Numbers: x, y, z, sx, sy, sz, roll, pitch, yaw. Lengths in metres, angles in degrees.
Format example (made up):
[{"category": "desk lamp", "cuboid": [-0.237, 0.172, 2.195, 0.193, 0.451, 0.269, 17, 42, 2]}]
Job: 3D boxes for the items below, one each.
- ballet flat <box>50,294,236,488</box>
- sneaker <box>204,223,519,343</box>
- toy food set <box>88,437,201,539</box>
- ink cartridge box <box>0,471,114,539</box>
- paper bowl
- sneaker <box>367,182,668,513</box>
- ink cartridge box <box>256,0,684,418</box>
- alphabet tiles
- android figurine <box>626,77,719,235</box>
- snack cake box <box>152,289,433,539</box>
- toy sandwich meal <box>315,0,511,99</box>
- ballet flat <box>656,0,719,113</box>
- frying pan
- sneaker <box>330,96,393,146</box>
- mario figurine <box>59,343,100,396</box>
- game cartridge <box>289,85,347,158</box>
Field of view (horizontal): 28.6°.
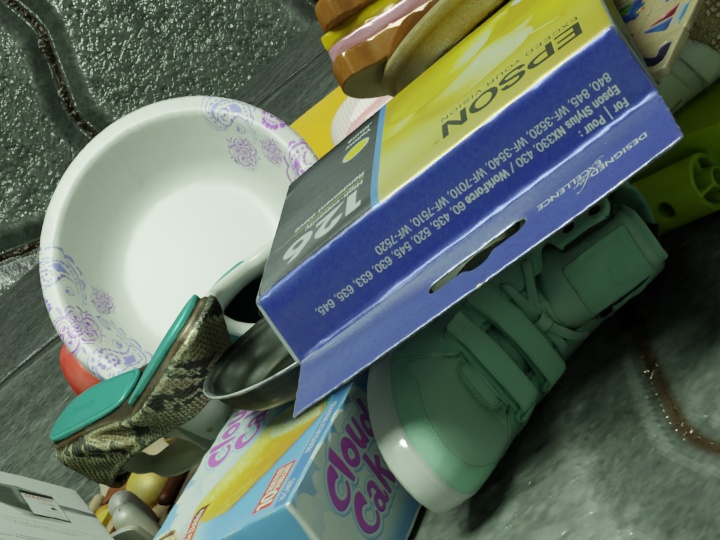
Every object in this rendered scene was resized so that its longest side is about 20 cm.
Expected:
[{"category": "ballet flat", "cuboid": [-0.108, 0.076, 0.794, 0.200, 0.075, 0.068, -38, 19, 48]}, {"category": "sneaker", "cuboid": [-0.001, 0.000, 0.813, 0.197, 0.071, 0.093, -22, -15, 4]}, {"category": "toy food set", "cuboid": [-0.164, 0.145, 0.932, 0.143, 0.061, 0.201, -33, 15, 24]}, {"category": "ink cartridge box", "cuboid": [-0.180, 0.185, 0.682, 0.200, 0.082, 0.149, -177, 103, -70]}, {"category": "paper bowl", "cuboid": [-0.102, -0.004, 0.933, 0.200, 0.201, 0.104, -40, -17, -3]}, {"category": "sneaker", "cuboid": [0.078, 0.020, 0.648, 0.118, 0.074, 0.201, -37, 10, 36]}, {"category": "ink cartridge box", "cuboid": [0.039, -0.049, 0.636, 0.197, 0.047, 0.200, -37, 16, 16]}, {"category": "alphabet tiles", "cuboid": [0.089, -0.088, 0.704, 0.199, 0.006, 0.167, -25, 25, 45]}, {"category": "android figurine", "cuboid": [0.182, -0.082, 0.769, 0.199, 0.041, 0.183, -25, 21, 45]}, {"category": "snack cake box", "cuboid": [-0.022, 0.096, 0.701, 0.114, 0.067, 0.201, -30, 17, 32]}, {"category": "toy sandwich meal", "cuboid": [0.070, -0.166, 0.779, 0.204, 0.071, 0.205, -36, -7, -5]}, {"category": "ballet flat", "cuboid": [0.145, -0.104, 0.758, 0.199, 0.070, 0.066, -18, 52, 57]}, {"category": "frying pan", "cuboid": [0.004, 0.011, 0.696, 0.189, 0.031, 0.115, -34, 14, -1]}, {"category": "sneaker", "cuboid": [0.072, -0.105, 0.906, 0.198, 0.076, 0.105, -23, 42, -12]}, {"category": "mario figurine", "cuboid": [-0.156, 0.039, 1.118, 0.122, 0.108, 0.200, 4, 25, 28]}, {"category": "game cartridge", "cuboid": [0.035, -0.133, 1.050, 0.199, 0.033, 0.176, -38, 20, -11]}]
